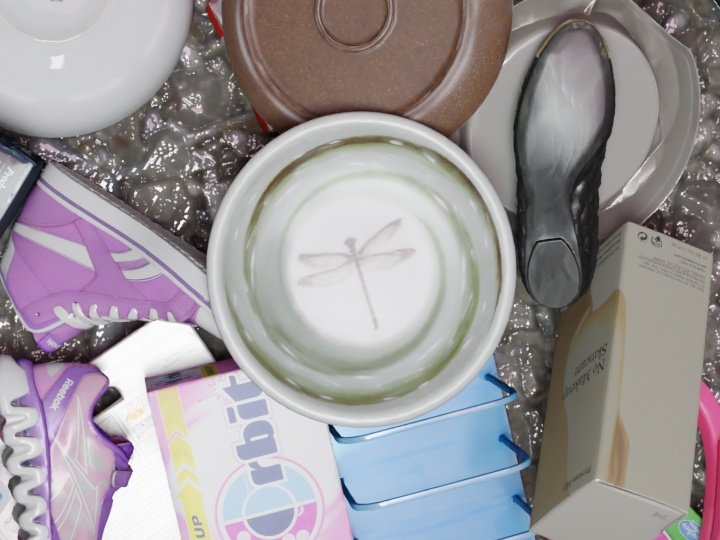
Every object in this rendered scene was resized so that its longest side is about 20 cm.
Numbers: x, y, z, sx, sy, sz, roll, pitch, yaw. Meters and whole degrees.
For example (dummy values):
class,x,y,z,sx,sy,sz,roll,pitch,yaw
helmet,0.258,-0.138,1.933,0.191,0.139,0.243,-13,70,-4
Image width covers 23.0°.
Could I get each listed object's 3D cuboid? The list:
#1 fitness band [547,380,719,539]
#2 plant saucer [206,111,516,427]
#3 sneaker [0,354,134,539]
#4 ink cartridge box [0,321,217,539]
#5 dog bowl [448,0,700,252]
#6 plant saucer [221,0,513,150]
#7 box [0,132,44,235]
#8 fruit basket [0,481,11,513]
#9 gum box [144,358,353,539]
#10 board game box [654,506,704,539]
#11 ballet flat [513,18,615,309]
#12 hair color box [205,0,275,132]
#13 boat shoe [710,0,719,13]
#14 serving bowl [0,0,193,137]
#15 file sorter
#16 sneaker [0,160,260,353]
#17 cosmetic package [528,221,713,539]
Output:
class,x,y,z,sx,sy,sz,roll,pitch,yaw
fitness band,0.203,0.151,1.253,0.143,0.037,0.201,19,62,-14
plant saucer,0.000,0.000,1.145,0.198,0.050,0.202,0,88,-4
sneaker,-0.191,0.149,1.185,0.088,0.080,0.202,-11,97,-18
ink cartridge box,-0.161,0.148,1.246,0.199,0.045,0.177,-34,97,-4
dog bowl,0.134,-0.109,1.228,0.199,0.059,0.201,-7,117,-15
plant saucer,-0.001,-0.170,1.154,0.199,0.034,0.202,1,95,15
box,-0.320,-0.079,1.156,0.199,0.148,0.107,33,90,-9
fruit basket,-0.351,0.167,1.180,0.185,0.094,0.200,40,94,18
gum box,-0.069,0.161,1.204,0.113,0.066,0.201,-14,96,-8
board game box,0.216,0.290,1.308,0.153,0.040,0.200,45,88,-8
ballet flat,0.134,-0.071,1.194,0.066,0.057,0.201,5,109,4
hair color box,0.002,-0.183,1.235,0.199,0.061,0.102,-27,97,-5
boat shoe,0.218,-0.249,1.252,0.068,0.072,0.201,-33,95,-6
serving bowl,-0.209,-0.193,1.197,0.198,0.066,0.202,0,90,-10
file sorter,0.050,0.140,1.235,0.138,0.123,0.201,-14,95,-7
sneaker,-0.161,0.022,1.202,0.200,0.073,0.115,31,91,24
cosmetic package,0.176,0.081,1.193,0.071,0.105,0.201,20,56,-12
